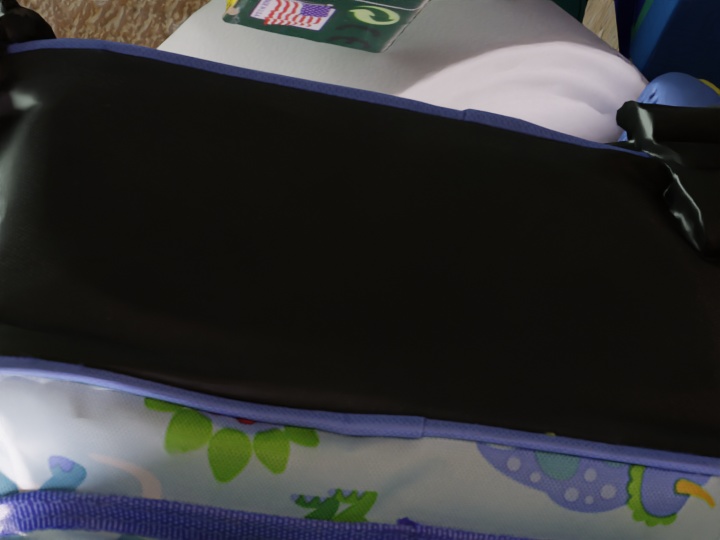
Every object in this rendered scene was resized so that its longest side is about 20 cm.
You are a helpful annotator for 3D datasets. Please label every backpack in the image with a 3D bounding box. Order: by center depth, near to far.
[{"bbox_3d":[-0.018,0.074,0.553,0.201,0.182,0.148,110,164,-48],"label":"backpack"}]

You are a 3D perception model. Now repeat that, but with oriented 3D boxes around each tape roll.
[{"bbox_3d":[0.000,0.000,0.866,0.202,0.071,0.203,-28,-40,-27],"label":"tape roll"}]

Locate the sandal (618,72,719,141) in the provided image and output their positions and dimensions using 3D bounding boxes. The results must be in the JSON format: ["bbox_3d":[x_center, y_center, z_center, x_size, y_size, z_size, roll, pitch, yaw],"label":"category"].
[{"bbox_3d":[0.043,0.026,0.811,0.201,0.087,0.079,-60,2,-12],"label":"sandal"}]

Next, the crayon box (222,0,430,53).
[{"bbox_3d":[0.012,-0.172,0.745,0.127,0.050,0.201,140,138,-71],"label":"crayon box"}]

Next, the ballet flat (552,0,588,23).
[{"bbox_3d":[0.048,-0.114,0.930,0.201,0.068,0.068,-64,34,22],"label":"ballet flat"}]

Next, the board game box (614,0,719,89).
[{"bbox_3d":[0.125,-0.167,0.892,0.200,0.045,0.153,114,158,-53],"label":"board game box"}]
